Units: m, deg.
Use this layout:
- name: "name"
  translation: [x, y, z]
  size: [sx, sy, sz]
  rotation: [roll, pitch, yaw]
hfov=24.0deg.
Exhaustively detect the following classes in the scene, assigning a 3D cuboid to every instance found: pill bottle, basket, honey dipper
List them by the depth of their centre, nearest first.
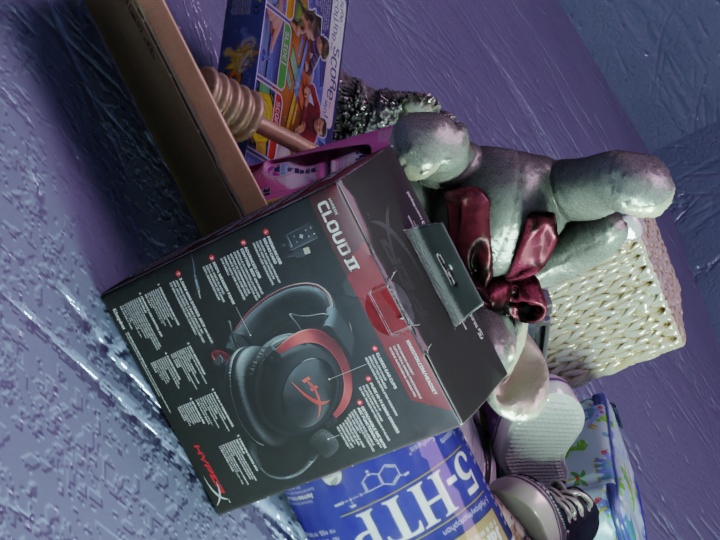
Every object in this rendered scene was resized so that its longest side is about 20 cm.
- name: "pill bottle"
  translation: [0.032, 0.169, 1.081]
  size: [0.201, 0.119, 0.120]
  rotation: [63, 16, -4]
- name: "honey dipper"
  translation: [-0.038, -0.086, 1.173]
  size: [0.199, 0.038, 0.038]
  rotation: [24, 40, -40]
- name: "basket"
  translation: [0.237, 0.012, 1.820]
  size: [0.162, 0.199, 0.198]
  rotation: [62, 17, -14]

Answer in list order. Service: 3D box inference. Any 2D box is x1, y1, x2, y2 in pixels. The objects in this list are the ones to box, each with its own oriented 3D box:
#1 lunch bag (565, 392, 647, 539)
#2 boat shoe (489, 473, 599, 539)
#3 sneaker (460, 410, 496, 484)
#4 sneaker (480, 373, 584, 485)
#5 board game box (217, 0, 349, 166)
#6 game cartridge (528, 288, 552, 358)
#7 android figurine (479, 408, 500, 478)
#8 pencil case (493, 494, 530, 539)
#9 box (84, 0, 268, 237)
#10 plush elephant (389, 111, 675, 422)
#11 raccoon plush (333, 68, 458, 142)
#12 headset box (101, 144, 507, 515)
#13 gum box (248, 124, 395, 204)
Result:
- name: "lunch bag"
  translation: [0.233, 0.232, 1.662]
  size: [0.201, 0.082, 0.162]
  rotation: [-87, 161, -57]
- name: "boat shoe"
  translation: [0.145, 0.192, 1.337]
  size: [0.074, 0.093, 0.200]
  rotation: [32, -25, 21]
- name: "sneaker"
  translation: [0.044, 0.096, 1.304]
  size: [0.115, 0.075, 0.201]
  rotation: [4, 65, -75]
- name: "sneaker"
  translation: [0.127, 0.106, 1.387]
  size: [0.201, 0.072, 0.115]
  rotation: [91, -18, -63]
- name: "board game box"
  translation: [-0.059, -0.130, 1.238]
  size: [0.135, 0.034, 0.202]
  rotation: [30, 64, -63]
- name: "game cartridge"
  translation: [0.151, 0.054, 1.639]
  size: [0.201, 0.038, 0.130]
  rotation: [89, -12, -47]
- name: "android figurine"
  translation: [0.087, 0.094, 1.503]
  size: [0.182, 0.041, 0.201]
  rotation: [46, 26, -45]
- name: "pencil case"
  translation: [0.102, 0.240, 1.257]
  size: [0.200, 0.089, 0.078]
  rotation: [54, 30, -40]
- name: "box"
  translation: [-0.119, -0.107, 1.065]
  size: [0.201, 0.021, 0.163]
  rotation: [63, -13, -4]
- name: "plush elephant"
  translation: [0.070, 0.006, 1.015]
  size: [0.200, 0.163, 0.156]
  rotation: [158, -57, -76]
- name: "raccoon plush"
  translation: [-0.010, -0.161, 1.410]
  size: [0.201, 0.133, 0.097]
  rotation: [64, 17, -2]
- name: "headset box"
  translation: [-0.024, 0.033, 0.948]
  size: [0.149, 0.199, 0.075]
  rotation: [62, 32, -6]
- name: "gum box"
  translation: [0.000, 0.000, 1.172]
  size: [0.066, 0.113, 0.201]
  rotation: [-91, 163, -52]
